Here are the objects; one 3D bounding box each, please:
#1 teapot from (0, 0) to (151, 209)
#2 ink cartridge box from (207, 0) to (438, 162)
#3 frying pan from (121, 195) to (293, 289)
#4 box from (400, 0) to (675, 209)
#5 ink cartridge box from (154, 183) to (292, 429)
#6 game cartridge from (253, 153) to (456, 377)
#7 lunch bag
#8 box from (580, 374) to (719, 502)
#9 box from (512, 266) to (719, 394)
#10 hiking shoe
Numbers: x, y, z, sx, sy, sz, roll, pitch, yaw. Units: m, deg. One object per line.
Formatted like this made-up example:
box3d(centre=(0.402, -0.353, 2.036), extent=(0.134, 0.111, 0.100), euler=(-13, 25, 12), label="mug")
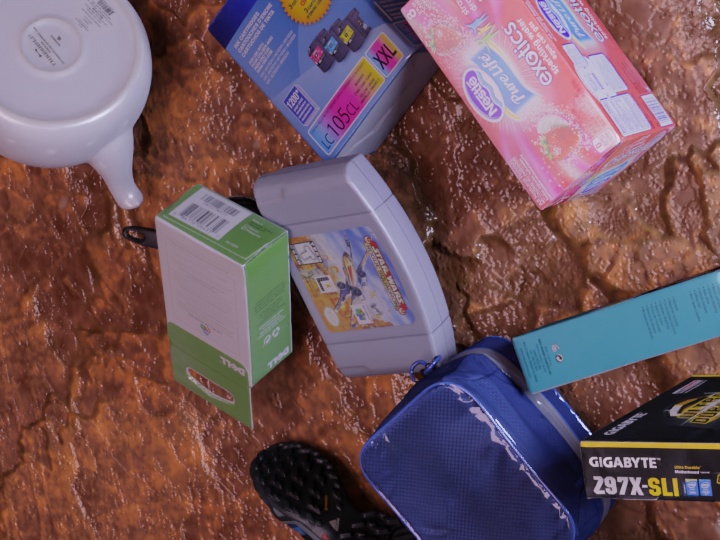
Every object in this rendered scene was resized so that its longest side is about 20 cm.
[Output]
box3d(centre=(-0.287, -0.173, 1.826), extent=(0.146, 0.196, 0.201), euler=(116, 158, -65), label="teapot")
box3d(centre=(-0.036, -0.208, 1.693), extent=(0.200, 0.076, 0.137), euler=(49, 122, 18), label="ink cartridge box")
box3d(centre=(-0.130, -0.004, 1.823), extent=(0.190, 0.031, 0.115), euler=(-14, 92, 39), label="frying pan")
box3d(centre=(0.138, -0.158, 1.568), extent=(0.095, 0.102, 0.200), euler=(-41, 77, 33), label="box")
box3d(centre=(-0.117, 0.032, 1.756), extent=(0.104, 0.059, 0.201), euler=(28, 140, 28), label="ink cartridge box")
box3d(centre=(0.000, 0.000, 1.689), extent=(0.133, 0.042, 0.201), euler=(-6, 117, 47), label="game cartridge")
box3d(centre=(0.105, 0.154, 1.636), extent=(0.136, 0.132, 0.200), euler=(-41, 85, 31), label="lunch bag")
box3d(centre=(0.277, 0.121, 1.472), extent=(0.159, 0.200, 0.050), euler=(-1, 101, 34), label="box")
box3d(centre=(0.224, 0.042, 1.564), extent=(0.199, 0.082, 0.049), euler=(-21, 87, 35), label="box")
box3d(centre=(-0.029, 0.231, 1.779), extent=(0.200, 0.074, 0.087), euler=(37, 145, 37), label="hiking shoe")
